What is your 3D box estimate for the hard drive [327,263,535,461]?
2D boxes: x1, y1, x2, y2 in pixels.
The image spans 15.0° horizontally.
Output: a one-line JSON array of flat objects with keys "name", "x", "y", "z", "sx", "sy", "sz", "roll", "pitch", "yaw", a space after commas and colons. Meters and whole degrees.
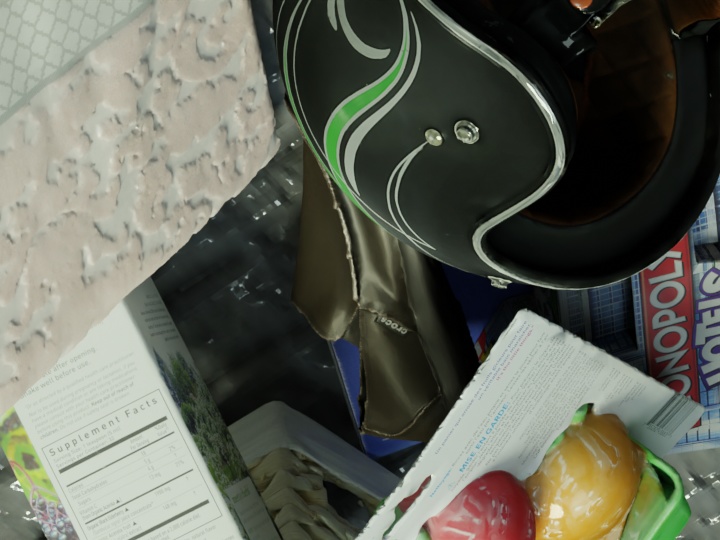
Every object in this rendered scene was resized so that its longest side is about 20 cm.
[{"name": "hard drive", "x": 0.082, "y": 0.011, "z": 1.319, "sx": 0.200, "sy": 0.025, "sz": 0.132, "roll": -19, "pitch": 135, "yaw": -3}]

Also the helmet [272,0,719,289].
[{"name": "helmet", "x": 0.061, "y": -0.094, "z": 1.097, "sx": 0.200, "sy": 0.200, "sz": 0.191, "roll": -9, "pitch": 154, "yaw": -13}]

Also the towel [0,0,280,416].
[{"name": "towel", "x": -0.110, "y": -0.064, "z": 1.094, "sx": 0.200, "sy": 0.032, "sz": 0.191, "roll": -44, "pitch": 142, "yaw": -33}]

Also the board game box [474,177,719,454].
[{"name": "board game box", "x": 0.138, "y": 0.017, "z": 1.284, "sx": 0.200, "sy": 0.062, "sz": 0.200, "roll": -17, "pitch": 135, "yaw": -7}]

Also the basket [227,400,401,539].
[{"name": "basket", "x": -0.066, "y": 0.182, "z": 1.335, "sx": 0.200, "sy": 0.123, "sz": 0.136, "roll": -34, "pitch": 134, "yaw": 21}]

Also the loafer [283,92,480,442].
[{"name": "loafer", "x": 0.000, "y": 0.000, "z": 1.221, "sx": 0.071, "sy": 0.073, "sz": 0.200, "roll": -17, "pitch": 114, "yaw": 6}]

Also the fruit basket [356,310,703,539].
[{"name": "fruit basket", "x": 0.055, "y": 0.111, "z": 1.191, "sx": 0.185, "sy": 0.094, "sz": 0.200, "roll": -56, "pitch": 143, "yaw": 5}]

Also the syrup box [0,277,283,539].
[{"name": "syrup box", "x": -0.101, "y": 0.086, "z": 1.199, "sx": 0.081, "sy": 0.200, "sz": 0.079, "roll": -28, "pitch": 178, "yaw": 7}]
